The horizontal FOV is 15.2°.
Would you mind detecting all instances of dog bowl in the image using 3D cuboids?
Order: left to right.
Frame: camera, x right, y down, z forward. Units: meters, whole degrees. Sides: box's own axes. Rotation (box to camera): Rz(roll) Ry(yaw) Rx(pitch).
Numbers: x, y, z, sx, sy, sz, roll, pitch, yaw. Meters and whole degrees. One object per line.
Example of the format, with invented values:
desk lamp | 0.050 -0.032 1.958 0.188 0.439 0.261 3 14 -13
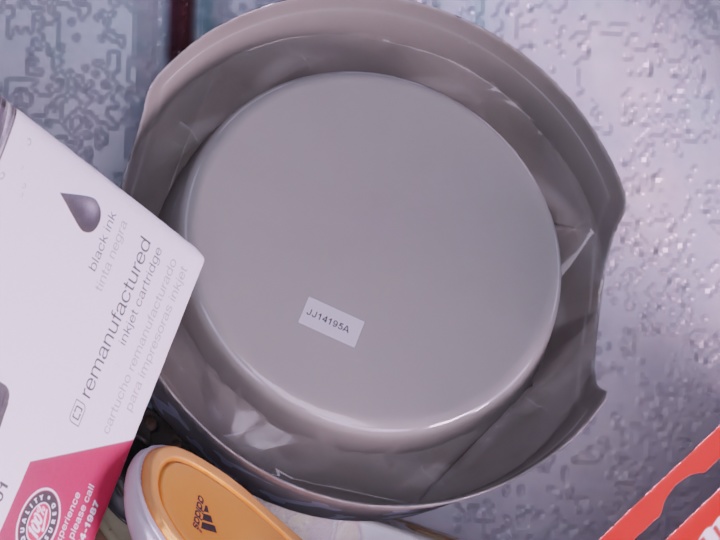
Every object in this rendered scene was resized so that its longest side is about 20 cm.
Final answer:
dog bowl | 0.000 0.000 0.987 0.199 0.059 0.201 6 65 -12

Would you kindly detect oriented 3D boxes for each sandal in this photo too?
sandal | 0.008 0.124 0.911 0.059 0.079 0.207 -34 118 28

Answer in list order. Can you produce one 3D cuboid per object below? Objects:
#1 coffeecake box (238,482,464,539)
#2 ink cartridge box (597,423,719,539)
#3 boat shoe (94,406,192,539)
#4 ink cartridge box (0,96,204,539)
coffeecake box | -0.021 0.163 1.013 0.199 0.073 0.154 19 89 -7
ink cartridge box | 0.155 0.131 0.986 0.162 0.200 0.057 -43 55 -4
boat shoe | -0.057 0.142 0.942 0.074 0.076 0.201 -34 89 18
ink cartridge box | -0.157 0.012 0.842 0.200 0.083 0.146 39 66 -48
